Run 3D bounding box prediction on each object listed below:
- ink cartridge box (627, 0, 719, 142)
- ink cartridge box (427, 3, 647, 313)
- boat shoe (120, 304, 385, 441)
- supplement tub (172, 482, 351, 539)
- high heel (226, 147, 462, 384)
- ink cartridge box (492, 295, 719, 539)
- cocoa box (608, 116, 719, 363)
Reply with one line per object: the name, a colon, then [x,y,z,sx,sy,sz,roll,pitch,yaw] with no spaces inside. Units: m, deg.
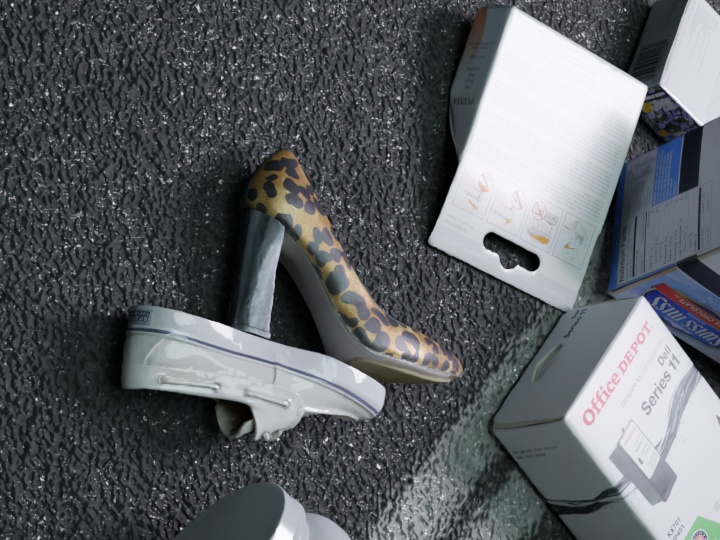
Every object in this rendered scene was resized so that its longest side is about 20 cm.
ink cartridge box: [0.314,-0.134,1.815,0.200,0.050,0.109,41,56,-28]
ink cartridge box: [0.132,-0.087,1.669,0.162,0.050,0.200,25,82,-34]
boat shoe: [-0.074,0.082,1.429,0.200,0.071,0.070,20,77,-33]
supplement tub: [-0.036,0.250,1.367,0.200,0.145,0.145,50,53,-20]
high heel: [0.000,0.000,1.504,0.200,0.071,0.143,18,71,-30]
ink cartridge box: [0.214,0.140,1.643,0.200,0.083,0.147,51,53,-20]
cocoa box: [0.318,-0.013,1.727,0.200,0.131,0.134,30,53,-31]
